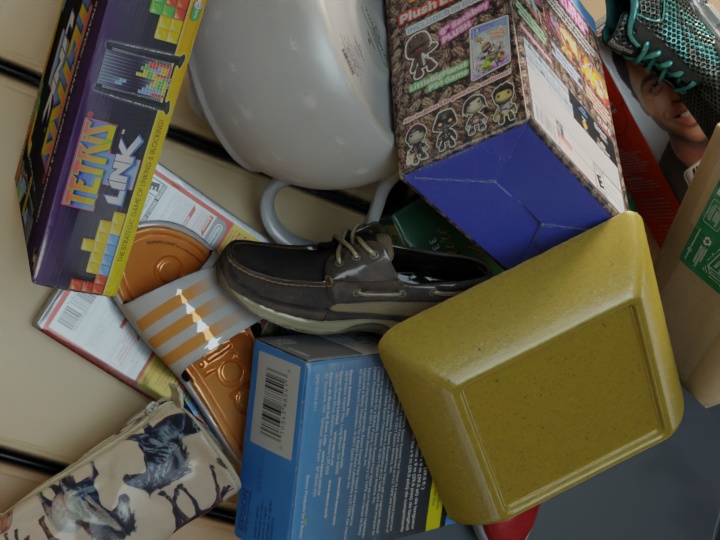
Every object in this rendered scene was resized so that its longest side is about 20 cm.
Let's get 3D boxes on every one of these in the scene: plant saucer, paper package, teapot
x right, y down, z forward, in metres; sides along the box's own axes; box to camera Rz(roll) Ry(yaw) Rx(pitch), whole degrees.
[{"bbox_3d":[0.134,0.085,0.915,0.199,0.048,0.200,-26,127,-4],"label":"plant saucer"},{"bbox_3d":[0.322,-0.015,1.017,0.190,0.103,0.200,-15,135,-41],"label":"paper package"},{"bbox_3d":[-0.051,-0.134,0.906,0.197,0.146,0.201,35,42,-56],"label":"teapot"}]

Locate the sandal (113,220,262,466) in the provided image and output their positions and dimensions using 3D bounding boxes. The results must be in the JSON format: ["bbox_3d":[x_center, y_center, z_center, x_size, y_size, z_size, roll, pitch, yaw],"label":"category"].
[{"bbox_3d":[-0.094,0.053,0.912,0.079,0.059,0.207,-38,105,-19],"label":"sandal"}]

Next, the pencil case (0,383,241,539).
[{"bbox_3d":[-0.183,0.161,0.875,0.200,0.078,0.090,-31,99,-15],"label":"pencil case"}]

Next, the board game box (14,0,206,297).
[{"bbox_3d":[-0.159,-0.110,0.809,0.057,0.165,0.201,12,110,-22],"label":"board game box"}]

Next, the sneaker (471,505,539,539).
[{"bbox_3d":[0.144,0.123,1.006,0.071,0.112,0.201,13,85,-29],"label":"sneaker"}]

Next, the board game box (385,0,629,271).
[{"bbox_3d":[0.101,-0.126,0.919,0.159,0.097,0.201,38,40,-45],"label":"board game box"}]

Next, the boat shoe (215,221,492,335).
[{"bbox_3d":[0.000,0.000,0.911,0.199,0.075,0.073,10,120,-22],"label":"boat shoe"}]

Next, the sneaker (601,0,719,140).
[{"bbox_3d":[0.227,-0.177,1.003,0.091,0.078,0.200,-27,90,-17],"label":"sneaker"}]

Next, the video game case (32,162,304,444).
[{"bbox_3d":[-0.112,0.031,0.946,0.200,0.017,0.143,35,77,-20],"label":"video game case"}]

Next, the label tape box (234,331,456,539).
[{"bbox_3d":[0.010,0.119,0.953,0.200,0.063,0.145,-2,103,-44],"label":"label tape box"}]

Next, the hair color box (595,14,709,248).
[{"bbox_3d":[0.254,-0.123,1.083,0.101,0.061,0.200,-36,103,-18],"label":"hair color box"}]

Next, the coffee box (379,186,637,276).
[{"bbox_3d":[0.119,-0.035,1.033,0.200,0.044,0.123,-32,103,-20],"label":"coffee box"}]
